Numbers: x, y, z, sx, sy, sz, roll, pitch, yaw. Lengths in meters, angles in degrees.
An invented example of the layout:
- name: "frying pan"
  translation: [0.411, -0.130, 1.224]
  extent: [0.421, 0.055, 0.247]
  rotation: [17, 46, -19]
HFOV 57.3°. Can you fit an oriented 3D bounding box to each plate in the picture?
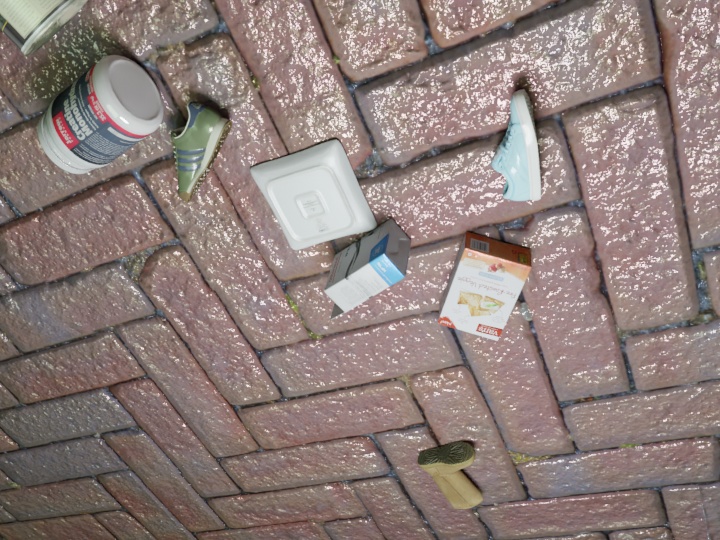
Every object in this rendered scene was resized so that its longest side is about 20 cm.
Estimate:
- name: "plate"
  translation: [-0.091, -0.131, 1.258]
  extent: [0.195, 0.033, 0.203]
  rotation: [-13, 124, 21]

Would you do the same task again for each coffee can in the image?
- name: "coffee can"
  translation: [-0.547, -0.465, 1.022]
  extent: [0.144, 0.148, 0.201]
  rotation: [-27, 118, 30]

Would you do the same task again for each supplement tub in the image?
- name: "supplement tub"
  translation: [-0.458, -0.270, 1.161]
  extent: [0.197, 0.142, 0.141]
  rotation: [-24, 120, 28]

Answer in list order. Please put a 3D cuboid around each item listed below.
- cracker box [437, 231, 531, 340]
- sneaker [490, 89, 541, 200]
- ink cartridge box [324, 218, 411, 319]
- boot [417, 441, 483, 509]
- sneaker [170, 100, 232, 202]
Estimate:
- name: "cracker box"
  translation: [0.240, 0.035, 1.296]
  extent: [0.130, 0.058, 0.203]
  rotation: [15, 130, 2]
- name: "sneaker"
  translation: [0.255, -0.198, 1.097]
  extent: [0.080, 0.075, 0.204]
  rotation: [-7, 125, 14]
- name: "ink cartridge box"
  translation: [0.000, 0.000, 1.285]
  extent: [0.198, 0.117, 0.068]
  rotation: [-32, 116, 31]
- name: "boot"
  translation: [0.259, 0.527, 1.683]
  extent: [0.172, 0.067, 0.201]
  rotation: [-16, 123, 39]
- name: "sneaker"
  translation: [-0.313, -0.225, 1.218]
  extent: [0.089, 0.068, 0.201]
  rotation: [35, 127, -6]
